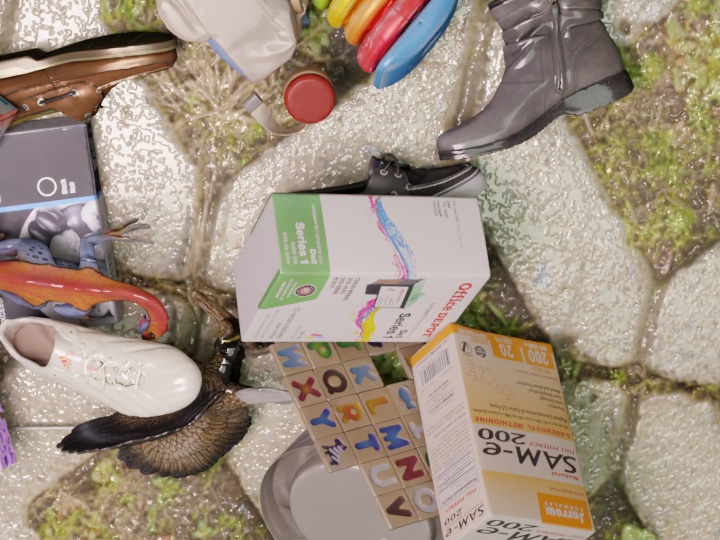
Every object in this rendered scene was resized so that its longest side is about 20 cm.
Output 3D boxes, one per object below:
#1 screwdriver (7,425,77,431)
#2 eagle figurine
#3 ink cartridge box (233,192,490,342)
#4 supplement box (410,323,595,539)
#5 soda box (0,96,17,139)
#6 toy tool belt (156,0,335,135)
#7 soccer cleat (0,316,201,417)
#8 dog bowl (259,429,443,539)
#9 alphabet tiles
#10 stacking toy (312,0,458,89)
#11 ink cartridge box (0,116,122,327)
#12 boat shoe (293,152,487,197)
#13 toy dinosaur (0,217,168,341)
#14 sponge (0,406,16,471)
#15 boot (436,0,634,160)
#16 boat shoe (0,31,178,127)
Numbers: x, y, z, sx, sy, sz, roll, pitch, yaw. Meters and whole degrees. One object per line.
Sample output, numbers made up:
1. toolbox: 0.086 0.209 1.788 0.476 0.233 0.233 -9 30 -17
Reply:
1. screwdriver: -0.347 0.156 1.791 0.199 0.029 0.028 1 105 4
2. eagle figurine: -0.169 0.126 1.742 0.152 0.151 0.200 37 91 -20
3. ink cartridge box: 0.000 0.000 1.663 0.199 0.145 0.084 1 63 -19
4. supplement box: 0.130 0.158 1.692 0.126 0.201 0.074 12 142 -33
5. soda box: -0.412 -0.173 1.658 0.200 0.064 0.068 38 114 6
6. toy tool belt: -0.097 -0.228 1.656 0.125 0.123 0.200 -39 110 12
7. soccer cleat: -0.236 0.084 1.642 0.199 0.078 0.070 12 80 27
8. dog bowl: 0.005 0.224 1.759 0.199 0.059 0.201 13 132 15
9. alphabet tiles: 0.023 0.139 1.696 0.008 0.167 0.200 -49 60 46
10. stacking toy: -0.014 -0.266 1.656 0.200 0.110 0.116 39 86 1
11. ink cartridge box: -0.339 -0.036 1.736 0.199 0.043 0.199 -7 105 3
12. boat shoe: 0.016 -0.075 1.719 0.199 0.070 0.066 -16 106 11
13. toy dinosaur: -0.269 0.025 1.656 0.181 0.200 0.105 18 117 32
14. sponge: -0.402 0.101 1.743 0.111 0.030 0.201 -13 95 27
15. boot: 0.142 -0.190 1.693 0.199 0.070 0.132 -25 101 -5
16. boat shoe: -0.258 -0.174 1.689 0.199 0.072 0.068 -7 105 13
